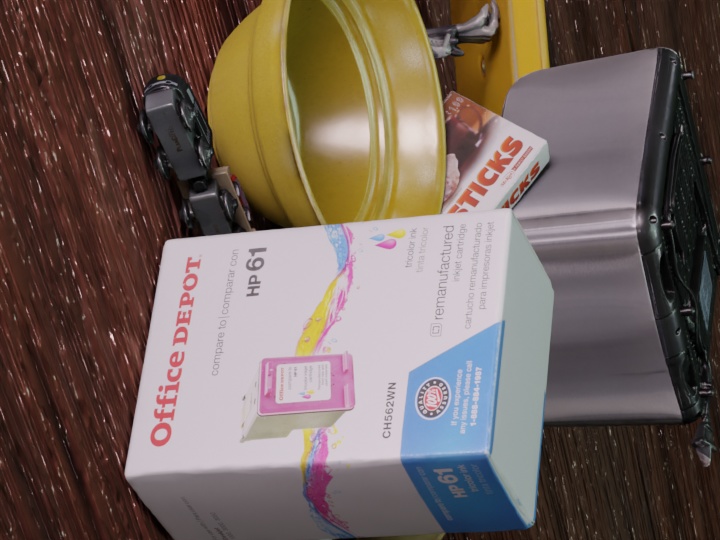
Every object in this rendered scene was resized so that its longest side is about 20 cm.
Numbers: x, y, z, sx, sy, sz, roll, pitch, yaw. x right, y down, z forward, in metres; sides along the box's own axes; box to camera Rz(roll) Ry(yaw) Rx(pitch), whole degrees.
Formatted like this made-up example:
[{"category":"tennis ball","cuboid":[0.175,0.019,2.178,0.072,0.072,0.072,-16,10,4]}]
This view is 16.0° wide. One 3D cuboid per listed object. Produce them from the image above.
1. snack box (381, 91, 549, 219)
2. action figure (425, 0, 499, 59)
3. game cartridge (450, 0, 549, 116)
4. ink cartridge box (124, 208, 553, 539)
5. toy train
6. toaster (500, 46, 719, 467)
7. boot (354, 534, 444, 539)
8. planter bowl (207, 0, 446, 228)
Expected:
[{"category":"snack box","cuboid":[0.026,-0.015,1.502,0.200,0.072,0.024,-51,155,-20]},{"category":"action figure","cuboid":[0.039,-0.194,1.675,0.119,0.101,0.201,79,14,-59]},{"category":"game cartridge","cuboid":[0.095,-0.189,1.769,0.176,0.032,0.201,-126,-149,-69]},{"category":"ink cartridge box","cuboid":[-0.010,0.057,1.317,0.085,0.199,0.145,55,35,-51]},{"category":"toy train","cuboid":[-0.078,-0.030,1.393,0.046,0.034,0.201,-93,166,-45]},{"category":"toaster","cuboid":[0.157,-0.009,1.599,0.201,0.118,0.181,-76,154,-46]},{"category":"boot","cuboid":[0.031,0.077,1.585,0.175,0.066,0.200,-46,145,-10]},{"category":"planter bowl","cuboid":[-0.030,-0.088,1.443,0.200,0.083,0.202,27,59,-58]}]
